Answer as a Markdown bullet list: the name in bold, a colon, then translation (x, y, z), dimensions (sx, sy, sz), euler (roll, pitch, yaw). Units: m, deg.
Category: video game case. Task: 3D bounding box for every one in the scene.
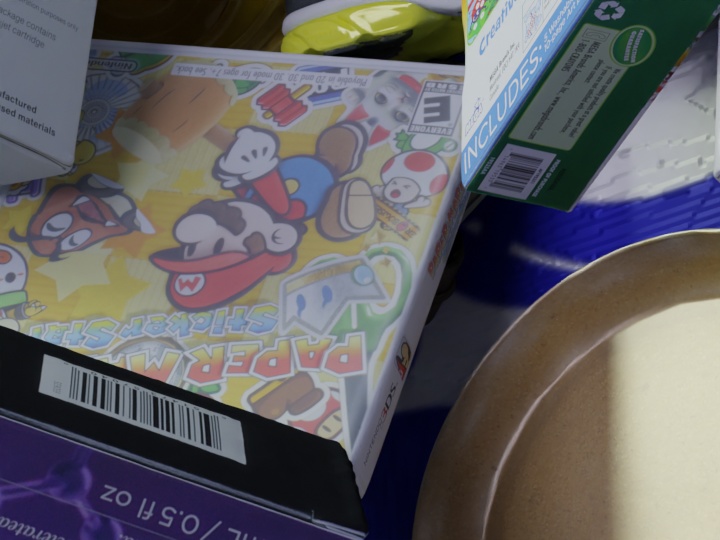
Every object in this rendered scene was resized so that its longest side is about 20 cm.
- **video game case**: translation (-0.066, -0.008, 0.938), dimensions (0.200, 0.023, 0.182), euler (6, 55, 21)

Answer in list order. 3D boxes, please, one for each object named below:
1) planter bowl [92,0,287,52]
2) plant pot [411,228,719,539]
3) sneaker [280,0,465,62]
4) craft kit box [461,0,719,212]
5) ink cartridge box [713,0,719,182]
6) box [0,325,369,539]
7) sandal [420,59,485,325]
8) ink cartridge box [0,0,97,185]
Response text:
- **planter bowl**: translation (-0.100, -0.142, 1.091), dimensions (0.200, 0.083, 0.200), euler (-1, 72, 2)
- **plant pot**: translation (0.104, 0.083, 0.864), dimensions (0.200, 0.027, 0.200), euler (-19, 57, 31)
- **sneaker**: translation (0.047, -0.135, 0.972), dimensions (0.200, 0.074, 0.085), euler (-16, 78, 27)
- **craft kit box**: translation (0.086, -0.154, 0.817), dimensions (0.200, 0.049, 0.198), euler (124, 151, -51)
- **ink cartridge box**: translation (0.181, -0.096, 0.807), dimensions (0.083, 0.147, 0.200), euler (-13, 60, 36)
- **box**: translation (-0.102, 0.132, 0.799), dimensions (0.104, 0.148, 0.200), euler (-114, 44, -77)
- **sandal**: translation (-0.001, 0.000, 0.967), dimensions (0.080, 0.057, 0.201), euler (20, 66, 28)
- **ink cartridge box**: translation (-0.172, -0.133, 0.971), dimensions (0.145, 0.084, 0.200), euler (-9, 67, 39)
